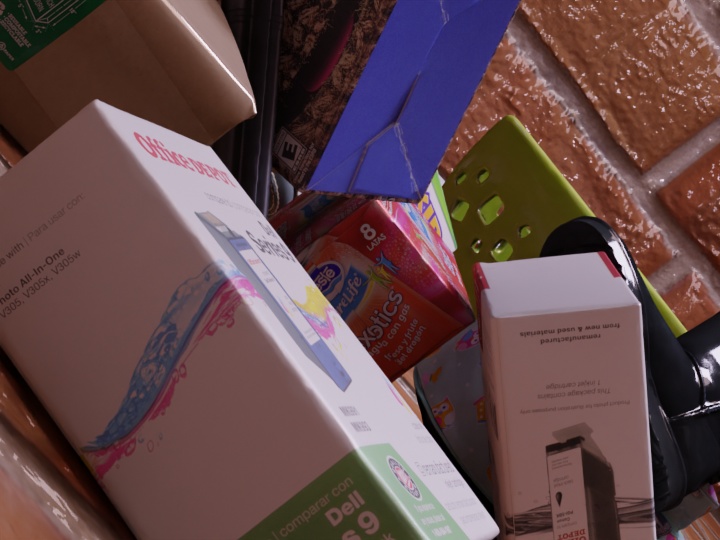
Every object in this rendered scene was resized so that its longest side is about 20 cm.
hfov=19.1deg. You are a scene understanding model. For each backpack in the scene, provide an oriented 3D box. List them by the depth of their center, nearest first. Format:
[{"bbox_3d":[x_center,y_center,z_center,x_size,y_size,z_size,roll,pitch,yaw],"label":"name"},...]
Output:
[{"bbox_3d":[0.132,0.113,1.424,0.200,0.153,0.176,42,15,-23],"label":"backpack"}]

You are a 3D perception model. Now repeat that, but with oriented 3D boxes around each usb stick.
[{"bbox_3d":[-0.062,-0.089,1.132,0.033,0.200,0.055,5,-2,-20],"label":"usb stick"}]

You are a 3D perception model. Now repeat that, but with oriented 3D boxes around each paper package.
[{"bbox_3d":[-0.155,-0.146,1.033,0.200,0.103,0.191,50,6,-25],"label":"paper package"}]

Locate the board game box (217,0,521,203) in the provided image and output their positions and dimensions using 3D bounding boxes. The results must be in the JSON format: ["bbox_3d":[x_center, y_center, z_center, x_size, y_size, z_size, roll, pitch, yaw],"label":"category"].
[{"bbox_3d":[-0.023,-0.158,1.199,0.097,0.160,0.200,4,30,-45],"label":"board game box"}]

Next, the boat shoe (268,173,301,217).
[{"bbox_3d":[-0.113,-0.112,1.427,0.062,0.073,0.200,-40,102,-41],"label":"boat shoe"}]

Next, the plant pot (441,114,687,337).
[{"bbox_3d":[0.143,0.021,1.845,0.199,0.181,0.200,43,11,-50],"label":"plant pot"}]

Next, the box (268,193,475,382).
[{"bbox_3d":[0.000,0.000,1.335,0.100,0.095,0.200,51,7,-10],"label":"box"}]

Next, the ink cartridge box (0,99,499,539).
[{"bbox_3d":[-0.049,0.046,0.784,0.200,0.087,0.145,51,7,12],"label":"ink cartridge box"}]

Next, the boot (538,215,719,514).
[{"bbox_3d":[0.199,0.051,1.335,0.162,0.073,0.198,-17,88,-46],"label":"boot"}]

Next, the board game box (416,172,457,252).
[{"bbox_3d":[0.022,-0.036,1.548,0.200,0.030,0.096,-40,118,-64],"label":"board game box"}]

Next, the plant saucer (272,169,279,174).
[{"bbox_3d":[-0.091,-0.121,1.322,0.200,0.048,0.200,17,24,-25],"label":"plant saucer"}]

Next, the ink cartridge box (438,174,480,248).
[{"bbox_3d":[0.093,-0.008,2.096,0.200,0.083,0.145,45,9,-51],"label":"ink cartridge box"}]

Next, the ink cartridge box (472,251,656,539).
[{"bbox_3d":[0.115,0.103,1.206,0.147,0.083,0.200,-96,180,-78],"label":"ink cartridge box"}]
